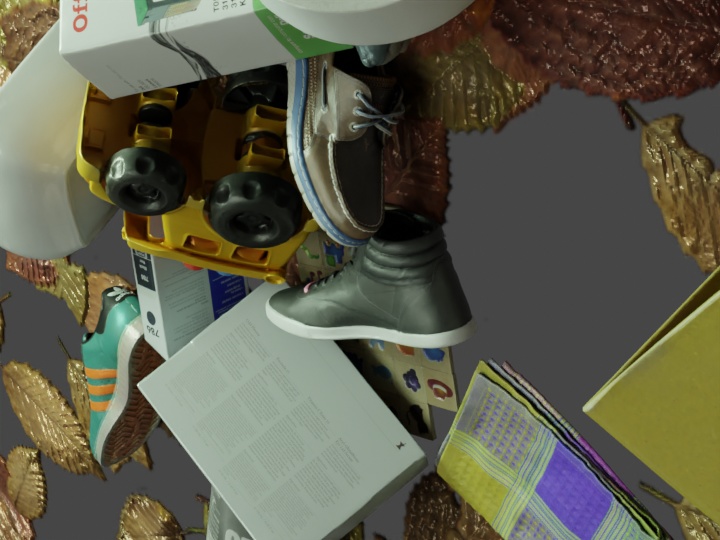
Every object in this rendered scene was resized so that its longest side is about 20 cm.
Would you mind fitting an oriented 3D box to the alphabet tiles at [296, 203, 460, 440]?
[{"bbox_3d":[0.011,0.037,1.392,0.165,0.006,0.202,12,119,45],"label":"alphabet tiles"}]

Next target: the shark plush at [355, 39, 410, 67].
[{"bbox_3d":[0.010,-0.246,1.171,0.090,0.083,0.202,15,121,44],"label":"shark plush"}]

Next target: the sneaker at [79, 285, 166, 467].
[{"bbox_3d":[-0.233,0.100,1.664,0.080,0.071,0.201,44,133,29],"label":"sneaker"}]

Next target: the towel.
[{"bbox_3d":[0.140,0.175,1.309,0.200,0.023,0.144,47,138,21],"label":"towel"}]

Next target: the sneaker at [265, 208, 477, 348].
[{"bbox_3d":[0.000,0.000,1.327,0.199,0.070,0.100,3,111,41],"label":"sneaker"}]

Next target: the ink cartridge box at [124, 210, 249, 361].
[{"bbox_3d":[-0.146,-0.006,1.473,0.039,0.099,0.202,17,122,43],"label":"ink cartridge box"}]

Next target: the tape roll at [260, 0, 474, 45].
[{"bbox_3d":[0.001,-0.248,1.092,0.203,0.202,0.071,51,-176,16],"label":"tape roll"}]

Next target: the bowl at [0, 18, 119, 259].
[{"bbox_3d":[-0.228,-0.109,1.421,0.074,0.200,0.201,29,154,14],"label":"bowl"}]

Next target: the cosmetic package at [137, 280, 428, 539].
[{"bbox_3d":[-0.063,0.126,1.401,0.200,0.150,0.052,50,175,17],"label":"cosmetic package"}]

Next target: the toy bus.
[{"bbox_3d":[-0.130,-0.066,1.343,0.192,0.198,0.137,120,159,-54],"label":"toy bus"}]

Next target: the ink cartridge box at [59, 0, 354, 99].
[{"bbox_3d":[-0.111,-0.218,1.213,0.198,0.084,0.148,-10,70,18],"label":"ink cartridge box"}]

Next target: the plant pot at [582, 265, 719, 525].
[{"bbox_3d":[0.285,0.060,0.953,0.200,0.194,0.196,48,140,5],"label":"plant pot"}]

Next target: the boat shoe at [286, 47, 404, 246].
[{"bbox_3d":[-0.010,-0.120,1.244,0.072,0.072,0.202,-19,79,42],"label":"boat shoe"}]

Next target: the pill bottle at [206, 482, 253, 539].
[{"bbox_3d":[-0.079,0.226,1.515,0.113,0.113,0.201,35,134,31],"label":"pill bottle"}]
